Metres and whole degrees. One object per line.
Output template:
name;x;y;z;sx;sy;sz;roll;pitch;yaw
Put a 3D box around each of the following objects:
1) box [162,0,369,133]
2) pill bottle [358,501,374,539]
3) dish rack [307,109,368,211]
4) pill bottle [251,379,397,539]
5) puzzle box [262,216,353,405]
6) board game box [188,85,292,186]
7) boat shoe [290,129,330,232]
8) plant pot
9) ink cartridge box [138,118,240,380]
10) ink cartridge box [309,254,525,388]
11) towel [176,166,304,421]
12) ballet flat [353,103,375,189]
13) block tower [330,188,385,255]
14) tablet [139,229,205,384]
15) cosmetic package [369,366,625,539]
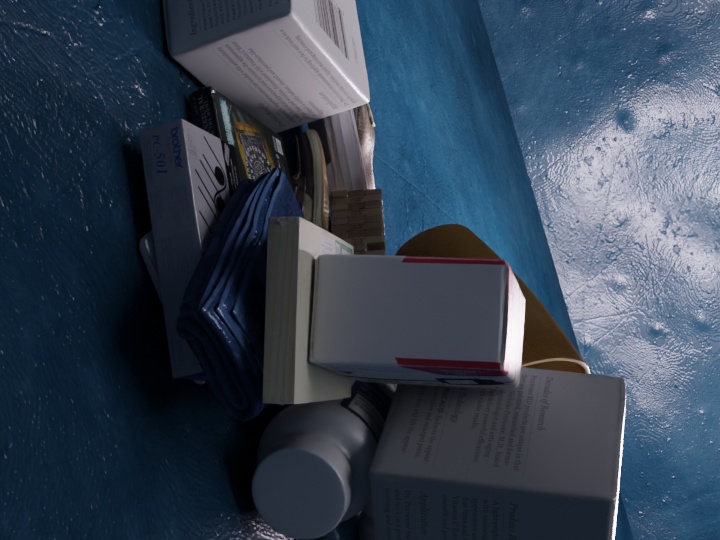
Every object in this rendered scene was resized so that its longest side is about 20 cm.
box;-0.095;-0.270;1.130;0.199;0.130;0.201;38;40;-63
pill bottle;0.063;0.288;1.195;0.112;0.112;0.201;-72;142;-61
dish rack;-0.036;-0.147;1.281;0.172;0.043;0.201;124;-44;-75
pill bottle;-0.028;0.157;1.021;0.200;0.110;0.112;-47;121;-70
puzzle box;-0.037;0.036;0.894;0.200;0.025;0.134;27;64;-78
board game box;-0.098;-0.059;1.064;0.135;0.028;0.201;32;40;-58
boat shoe;-0.063;-0.057;1.164;0.072;0.064;0.201;88;-3;-62
plant pot;0.112;0.058;1.181;0.186;0.186;0.201;45;20;-58
ink cartridge box;-0.125;-0.012;0.922;0.094;0.044;0.201;20;58;-68
ink cartridge box;0.053;0.045;0.911;0.200;0.144;0.085;39;53;-75
towel;-0.080;0.014;0.889;0.200;0.048;0.112;-76;148;-53
ballet flat;0.003;-0.124;1.341;0.068;0.046;0.201;-112;-164;-49
block tower;0.000;0.000;1.111;0.201;0.054;0.058;-93;178;-47
tablet;-0.130;0.002;0.995;0.200;0.014;0.131;-59;132;-66
cosmetic package;0.123;0.194;0.998;0.165;0.199;0.166;-67;158;-55
